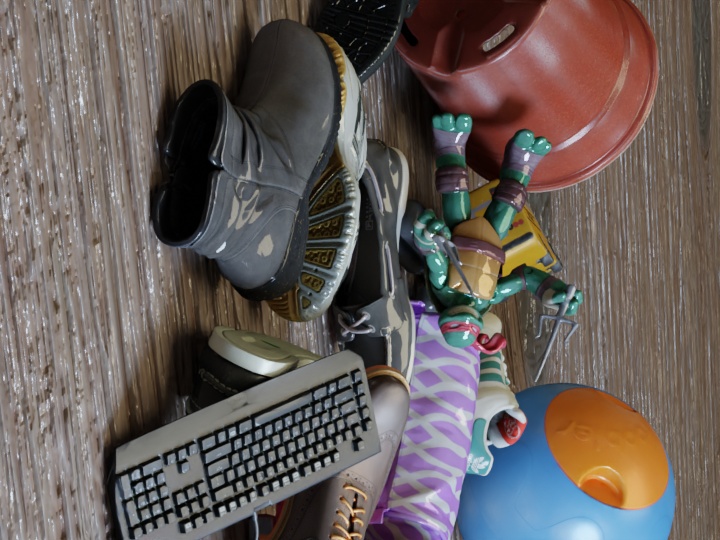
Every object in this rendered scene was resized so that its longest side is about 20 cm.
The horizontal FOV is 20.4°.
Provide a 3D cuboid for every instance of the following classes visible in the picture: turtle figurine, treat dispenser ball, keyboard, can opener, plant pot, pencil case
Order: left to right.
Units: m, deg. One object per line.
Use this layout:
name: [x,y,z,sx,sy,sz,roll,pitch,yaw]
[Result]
keyboard: [-0.063,0.135,1.209,0.199,0.021,0.128,-22,111,-37]
pencil case: [0.044,0.123,1.549,0.086,0.083,0.201,55,36,-49]
can opener: [0.055,-0.004,1.647,0.200,0.052,0.067,51,44,-62]
turtle figurine: [0.090,-0.015,1.539,0.149,0.100,0.201,20,64,-31]
plant pot: [0.123,-0.194,1.654,0.195,0.199,0.202,37,55,-58]
treat dispenser ball: [0.184,0.203,1.807,0.201,0.199,0.203,1,90,-71]

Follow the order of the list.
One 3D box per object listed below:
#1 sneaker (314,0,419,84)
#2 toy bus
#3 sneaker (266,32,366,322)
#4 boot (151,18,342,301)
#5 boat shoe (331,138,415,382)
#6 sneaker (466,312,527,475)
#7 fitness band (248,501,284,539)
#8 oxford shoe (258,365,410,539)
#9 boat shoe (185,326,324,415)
sneaker: [0.017,-0.208,1.506,0.104,0.060,0.201,80,29,-72]
toy bus: [0.122,-0.024,1.705,0.079,0.065,0.200,62,7,7]
sneaker: [-0.023,-0.059,1.380,0.088,0.075,0.202,35,59,-67]
boot: [-0.071,-0.091,1.261,0.132,0.069,0.201,44,45,-58]
boat shoe: [0.000,0.000,1.485,0.057,0.067,0.202,11,75,-48]
sneaker: [0.099,0.109,1.690,0.200,0.093,0.071,-53,168,-57]
fitness band: [-0.036,0.208,1.415,0.144,0.037,0.202,-27,117,-69]
oxford shoe: [-0.013,0.159,1.300,0.071,0.073,0.201,25,92,-32]
boat shoe: [-0.061,0.078,1.307,0.068,0.071,0.200,-69,163,4]
